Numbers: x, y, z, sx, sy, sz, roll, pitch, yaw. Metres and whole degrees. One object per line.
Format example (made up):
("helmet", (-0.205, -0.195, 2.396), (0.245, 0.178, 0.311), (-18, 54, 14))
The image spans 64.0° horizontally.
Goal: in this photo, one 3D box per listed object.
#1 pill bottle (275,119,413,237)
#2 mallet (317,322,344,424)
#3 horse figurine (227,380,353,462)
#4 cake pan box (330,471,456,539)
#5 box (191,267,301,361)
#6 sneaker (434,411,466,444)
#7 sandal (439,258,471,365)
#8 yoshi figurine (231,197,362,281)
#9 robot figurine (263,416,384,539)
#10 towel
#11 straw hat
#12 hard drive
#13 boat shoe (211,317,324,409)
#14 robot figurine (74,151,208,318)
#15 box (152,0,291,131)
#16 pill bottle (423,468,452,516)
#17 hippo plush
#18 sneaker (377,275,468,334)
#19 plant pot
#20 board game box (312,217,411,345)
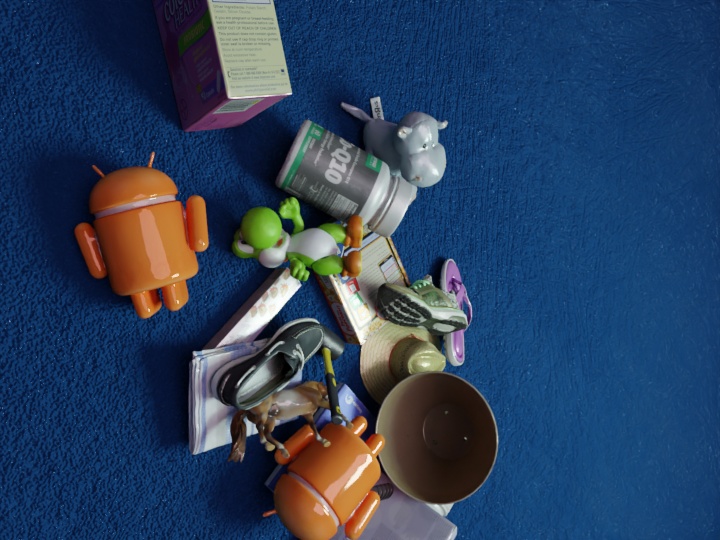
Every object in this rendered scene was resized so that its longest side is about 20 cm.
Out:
("pill bottle", (-0.024, -0.139, 0.903), (0.197, 0.113, 0.115), (26, 73, -12))
("mallet", (-0.041, 0.162, 0.884), (0.041, 0.201, 0.066), (-42, 126, 15))
("horse figurine", (-0.106, 0.208, 0.829), (0.197, 0.132, 0.051), (-7, 121, -33))
("cake pan box", (0.026, 0.436, 0.899), (0.201, 0.182, 0.053), (-50, 147, -26))
("box", (-0.169, 0.077, 0.868), (0.039, 0.041, 0.201), (52, 61, -23))
("sneaker", (0.181, 0.339, 1.082), (0.077, 0.088, 0.202), (-41, 111, -29))
("sandal", (0.191, 0.078, 1.101), (0.082, 0.049, 0.207), (23, 62, -55))
("yoshi figurine", (-0.094, -0.046, 0.846), (0.195, 0.113, 0.114), (3, 110, -2))
("robot figurine", (-0.050, 0.312, 0.861), (0.200, 0.116, 0.145), (-43, 117, -29))
("towel", (-0.163, 0.176, 0.847), (0.198, 0.024, 0.150), (-5, 104, -46))
("straw hat", (0.102, 0.165, 1.033), (0.198, 0.084, 0.206), (2, 87, -35))
("hard drive", (-0.051, 0.309, 0.954), (0.133, 0.025, 0.201), (51, 62, -23))
("boat shoe", (-0.116, 0.135, 0.825), (0.199, 0.060, 0.077), (-35, 123, -36))
("robot figurine", (-0.278, -0.045, 0.747), (0.116, 0.142, 0.204), (-25, 103, -56))
("box", (-0.193, -0.313, 0.781), (0.095, 0.174, 0.205), (-15, 97, -35))
("pill bottle", (0.074, 0.448, 0.986), (0.201, 0.113, 0.114), (-50, 115, -27))
("hippo plush", (0.090, -0.217, 0.992), (0.157, 0.160, 0.204), (-19, 100, -34))
("sneaker", (0.103, 0.048, 1.001), (0.198, 0.076, 0.090), (23, 49, -37))
("plant pot", (0.138, 0.274, 0.968), (0.134, 0.196, 0.205), (28, 69, -67))
("board game box", (0.000, 0.000, 0.989), (0.151, 0.046, 0.203), (-34, 108, -32))
